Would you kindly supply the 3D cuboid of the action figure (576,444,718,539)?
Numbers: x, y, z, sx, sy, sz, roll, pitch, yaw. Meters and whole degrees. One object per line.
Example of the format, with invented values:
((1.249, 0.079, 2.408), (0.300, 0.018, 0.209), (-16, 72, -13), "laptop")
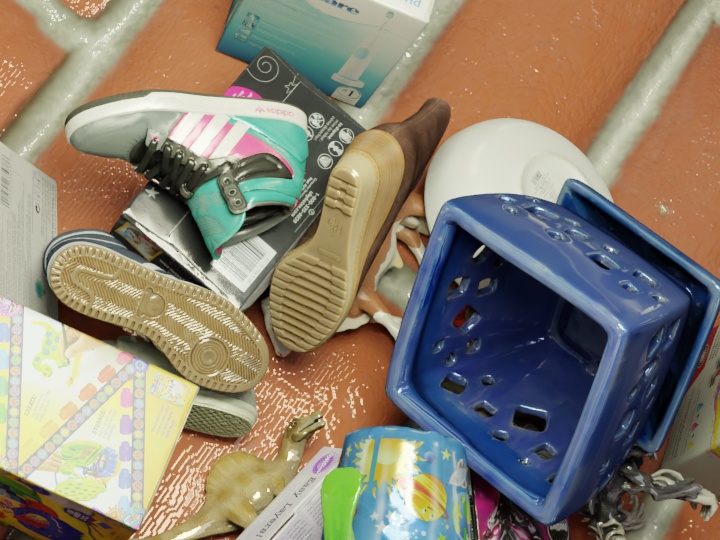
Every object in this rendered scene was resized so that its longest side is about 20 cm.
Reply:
((0.234, 0.209, 1.776), (0.101, 0.119, 0.202), (-1, 85, -33), "action figure")

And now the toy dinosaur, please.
((-0.097, 0.201, 1.726), (0.199, 0.058, 0.101), (-35, 74, -17), "toy dinosaur")

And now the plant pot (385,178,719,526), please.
((0.164, 0.052, 1.666), (0.179, 0.201, 0.200), (-19, 46, -42), "plant pot")

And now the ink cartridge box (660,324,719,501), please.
((0.377, 0.120, 1.802), (0.144, 0.200, 0.146), (24, 68, -9), "ink cartridge box")

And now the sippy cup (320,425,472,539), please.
((0.030, 0.192, 1.619), (0.138, 0.178, 0.131), (6, 76, -6), "sippy cup")

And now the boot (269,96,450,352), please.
((0.007, -0.037, 1.723), (0.072, 0.201, 0.166), (32, 34, 15), "boot")

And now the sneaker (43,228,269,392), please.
((-0.168, 0.028, 1.683), (0.199, 0.108, 0.070), (30, 90, -21), "sneaker")

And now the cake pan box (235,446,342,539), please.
((-0.028, 0.270, 1.682), (0.200, 0.052, 0.185), (-47, 117, -22), "cake pan box")

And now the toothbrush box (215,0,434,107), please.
((-0.026, -0.234, 1.787), (0.145, 0.200, 0.086), (21, 70, -9), "toothbrush box")

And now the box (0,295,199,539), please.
((-0.250, 0.123, 1.613), (0.192, 0.200, 0.123), (25, 69, -7), "box")

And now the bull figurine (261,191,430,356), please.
((0.000, 0.000, 1.800), (0.121, 0.065, 0.201), (33, 70, -9), "bull figurine")

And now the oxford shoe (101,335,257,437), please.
((-0.177, 0.083, 1.719), (0.199, 0.075, 0.058), (17, 59, -13), "oxford shoe")

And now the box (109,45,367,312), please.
((-0.102, -0.062, 1.760), (0.132, 0.115, 0.200), (40, 69, -3), "box")

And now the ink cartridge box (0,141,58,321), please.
((-0.311, -0.034, 1.639), (0.076, 0.200, 0.138), (-7, 73, 14), "ink cartridge box")

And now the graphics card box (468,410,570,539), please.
((0.122, 0.222, 1.752), (0.125, 0.051, 0.202), (11, 67, -43), "graphics card box")

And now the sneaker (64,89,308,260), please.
((-0.133, -0.070, 1.650), (0.198, 0.084, 0.122), (1, 66, -18), "sneaker")

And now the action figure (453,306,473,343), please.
((0.165, 0.093, 1.826), (0.200, 0.052, 0.065), (46, 43, -2), "action figure")

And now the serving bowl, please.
((0.155, -0.050, 1.827), (0.199, 0.066, 0.202), (16, 58, -27), "serving bowl")
